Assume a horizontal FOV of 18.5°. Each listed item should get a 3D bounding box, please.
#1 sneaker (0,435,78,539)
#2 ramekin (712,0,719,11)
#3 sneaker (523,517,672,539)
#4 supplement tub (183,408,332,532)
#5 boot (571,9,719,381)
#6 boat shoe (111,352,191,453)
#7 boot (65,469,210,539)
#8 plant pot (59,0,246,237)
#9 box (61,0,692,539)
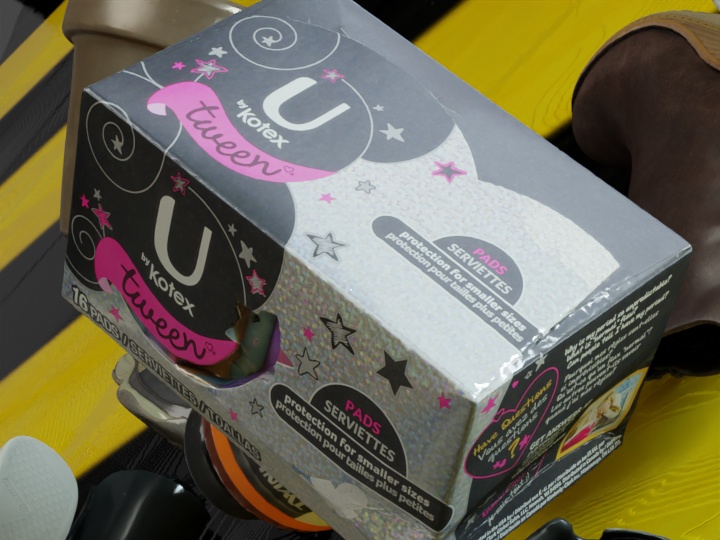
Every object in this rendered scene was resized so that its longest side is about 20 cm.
[{"bbox_3d":[-0.209,0.172,1.126,0.099,0.071,0.200,-46,11,24],"label":"sneaker"},{"bbox_3d":[0.216,-0.169,0.809,0.202,0.094,0.204,-11,77,56],"label":"ramekin"},{"bbox_3d":[0.074,0.115,0.754,0.071,0.082,0.199,-59,17,-18],"label":"sneaker"},{"bbox_3d":[-0.003,0.059,1.012,0.200,0.107,0.107,-30,28,51],"label":"supplement tub"},{"bbox_3d":[0.123,-0.029,0.919,0.200,0.072,0.167,-11,43,59],"label":"boot"},{"bbox_3d":[-0.098,0.061,1.292,0.074,0.074,0.200,-53,19,-1],"label":"boat shoe"},{"bbox_3d":[-0.162,0.202,1.189,0.200,0.076,0.169,-41,15,51],"label":"boot"},{"bbox_3d":[-0.129,-0.090,1.507,0.200,0.199,0.176,7,78,69],"label":"plant pot"},{"bbox_3d":[0.000,0.000,0.835,0.132,0.200,0.115,-31,-32,-38],"label":"box"}]
